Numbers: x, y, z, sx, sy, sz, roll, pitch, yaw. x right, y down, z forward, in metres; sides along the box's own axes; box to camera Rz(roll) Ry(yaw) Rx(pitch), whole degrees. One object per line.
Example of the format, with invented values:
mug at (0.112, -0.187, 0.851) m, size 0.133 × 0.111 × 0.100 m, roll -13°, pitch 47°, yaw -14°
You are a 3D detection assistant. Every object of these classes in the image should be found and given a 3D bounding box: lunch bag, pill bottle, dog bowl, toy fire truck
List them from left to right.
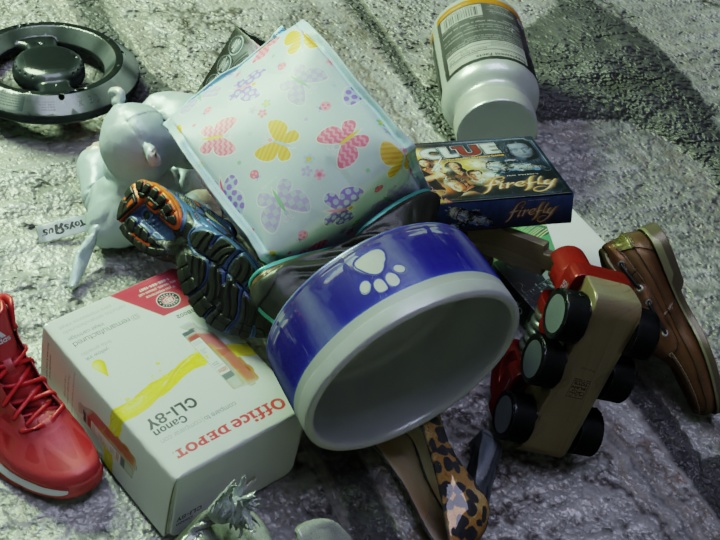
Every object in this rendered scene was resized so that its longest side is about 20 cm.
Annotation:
lunch bag at (-0.060, -0.109, 1.160) m, size 0.169 × 0.127 × 0.200 m, roll -38°, pitch 68°, yaw -3°
dog bowl at (0.026, 0.056, 1.056) m, size 0.199 × 0.200 × 0.079 m, roll -15°, pitch 57°, yaw -28°
pill bottle at (0.148, -0.225, 1.527) m, size 0.116 × 0.117 × 0.200 m, roll 5°, pitch 45°, yaw -10°
toy fire truck at (0.164, 0.048, 1.213) m, size 0.128 × 0.177 × 0.200 m, roll 13°, pitch 30°, yaw -17°

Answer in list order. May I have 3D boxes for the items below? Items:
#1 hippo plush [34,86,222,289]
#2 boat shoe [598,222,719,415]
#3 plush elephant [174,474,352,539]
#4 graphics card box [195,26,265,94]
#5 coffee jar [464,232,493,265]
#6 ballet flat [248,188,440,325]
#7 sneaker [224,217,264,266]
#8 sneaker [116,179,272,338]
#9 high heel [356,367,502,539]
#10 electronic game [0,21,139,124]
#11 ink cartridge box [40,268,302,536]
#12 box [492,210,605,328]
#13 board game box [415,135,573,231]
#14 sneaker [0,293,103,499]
hippo plush at (-0.225, -0.114, 1.277) m, size 0.199 × 0.161 × 0.159 m, roll -19°, pitch 53°, yaw -31°
boat shoe at (0.295, 0.057, 1.282) m, size 0.068 × 0.072 × 0.201 m, roll -22°, pitch 87°, yaw -4°
plush elephant at (-0.080, 0.254, 0.957) m, size 0.155 × 0.200 × 0.165 m, roll 41°, pitch 39°, yaw 0°
graphics card box at (-0.098, -0.157, 1.360) m, size 0.051 × 0.126 × 0.200 m, roll 19°, pitch 20°, yaw -47°
coffee jar at (0.040, -0.045, 1.336) m, size 0.104 × 0.086 × 0.200 m, roll -18°, pitch 52°, yaw -39°
ballet flat at (0.000, 0.000, 1.104) m, size 0.200 × 0.068 × 0.068 m, roll -28°, pitch 66°, yaw -21°
sneaker at (-0.051, 0.003, 1.271) m, size 0.099 × 0.078 × 0.200 m, roll -24°, pitch 57°, yaw -39°
sneaker at (-0.130, -0.015, 1.163) m, size 0.200 × 0.075 × 0.078 m, roll 45°, pitch 25°, yaw 26°
high heel at (0.028, 0.160, 1.131) m, size 0.199 × 0.072 × 0.143 m, roll 27°, pitch 38°, yaw -1°
electronic game at (-0.346, -0.220, 1.437) m, size 0.199 × 0.042 × 0.200 m, roll 5°, pitch 38°, yaw -4°
ink cartridge box at (-0.163, 0.109, 1.124) m, size 0.145 × 0.084 × 0.200 m, roll -25°, pitch 56°, yaw -36°
box at (0.217, 0.015, 1.360) m, size 0.144 × 0.036 × 0.200 m, roll -19°, pitch 52°, yaw -31°
board game box at (0.091, -0.084, 1.261) m, size 0.199 × 0.035 × 0.136 m, roll -5°, pitch 30°, yaw -10°
sneaker at (-0.291, 0.097, 1.077) m, size 0.200 × 0.116 × 0.078 m, roll 34°, pitch 47°, yaw 20°
